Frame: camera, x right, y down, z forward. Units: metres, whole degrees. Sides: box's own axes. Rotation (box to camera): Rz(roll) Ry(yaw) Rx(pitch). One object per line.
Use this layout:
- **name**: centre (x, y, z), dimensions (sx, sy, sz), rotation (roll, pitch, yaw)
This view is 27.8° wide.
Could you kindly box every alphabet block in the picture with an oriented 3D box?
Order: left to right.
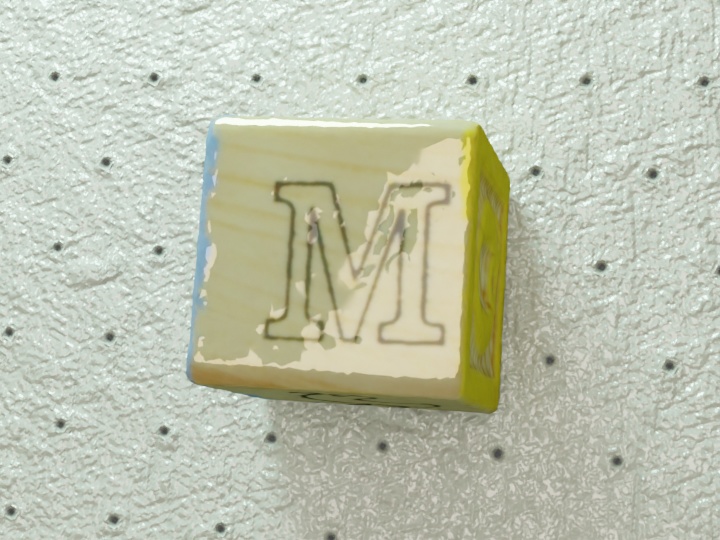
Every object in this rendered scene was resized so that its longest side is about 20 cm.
- **alphabet block**: centre (0.000, 0.000, 1.088), dimensions (0.198, 0.195, 0.198), rotation (2, 84, 14)
